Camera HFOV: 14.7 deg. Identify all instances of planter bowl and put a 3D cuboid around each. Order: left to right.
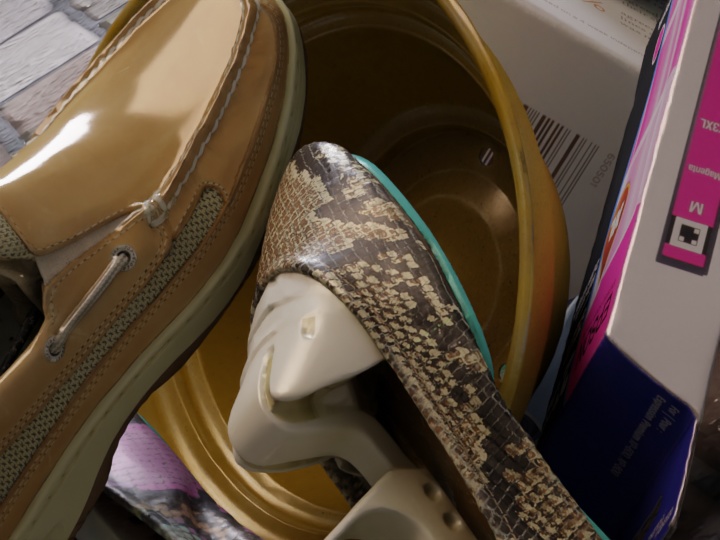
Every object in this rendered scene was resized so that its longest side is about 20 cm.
[{"bbox_3d":[0.000,0.000,0.821,0.200,0.201,0.083,-16,-13,42],"label":"planter bowl"}]

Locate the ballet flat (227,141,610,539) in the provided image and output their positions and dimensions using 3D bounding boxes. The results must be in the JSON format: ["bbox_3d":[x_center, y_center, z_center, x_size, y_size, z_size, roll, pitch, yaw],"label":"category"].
[{"bbox_3d":[0.013,0.054,0.694,0.075,0.200,0.068,-19,-24,-32],"label":"ballet flat"}]

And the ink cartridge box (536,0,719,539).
[{"bbox_3d":[0.085,-0.003,0.786,0.095,0.037,0.200,110,176,-62],"label":"ink cartridge box"}]

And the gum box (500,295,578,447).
[{"bbox_3d":[-0.028,0.093,0.900,0.200,0.045,0.170,-18,21,34],"label":"gum box"}]

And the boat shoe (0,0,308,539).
[{"bbox_3d":[-0.081,-0.002,0.741,0.072,0.076,0.200,12,69,38],"label":"boat shoe"}]

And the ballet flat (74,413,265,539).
[{"bbox_3d":[-0.043,0.099,0.749,0.071,0.069,0.200,-15,38,-38],"label":"ballet flat"}]

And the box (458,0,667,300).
[{"bbox_3d":[0.055,-0.072,0.994,0.107,0.152,0.200,-59,5,23],"label":"box"}]
